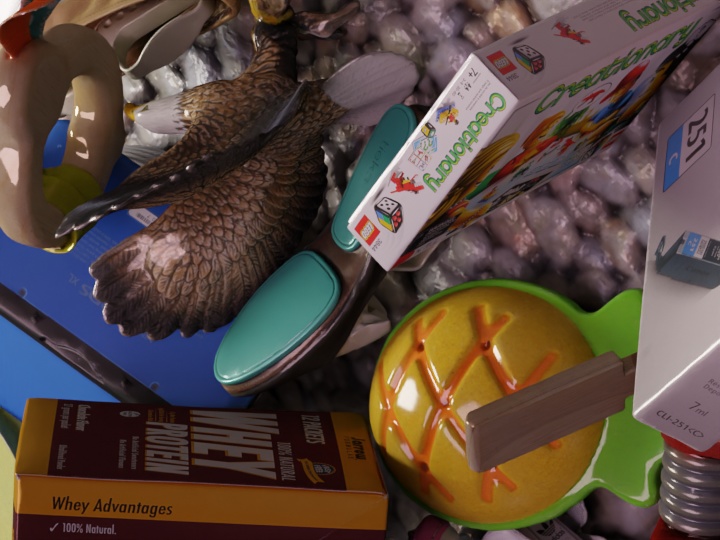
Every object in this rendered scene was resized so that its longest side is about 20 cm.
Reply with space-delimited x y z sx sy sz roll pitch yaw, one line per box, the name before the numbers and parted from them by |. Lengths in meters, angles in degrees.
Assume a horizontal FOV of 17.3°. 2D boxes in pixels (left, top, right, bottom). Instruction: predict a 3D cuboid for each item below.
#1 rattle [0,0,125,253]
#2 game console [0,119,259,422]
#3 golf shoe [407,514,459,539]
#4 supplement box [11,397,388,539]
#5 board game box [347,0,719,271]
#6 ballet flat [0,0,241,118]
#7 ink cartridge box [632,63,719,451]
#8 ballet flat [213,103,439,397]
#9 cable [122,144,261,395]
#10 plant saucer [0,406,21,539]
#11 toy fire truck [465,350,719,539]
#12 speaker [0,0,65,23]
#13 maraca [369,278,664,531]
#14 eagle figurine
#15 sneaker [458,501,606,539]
rattle | -0.207 -0.105 1.292 0.143 0.130 0.200 30 162 24
game console | -0.142 0.036 1.422 0.200 0.118 0.171 35 87 10
golf shoe | 0.050 0.229 1.344 0.091 0.075 0.200 15 122 16
supplement box | -0.094 0.188 1.299 0.197 0.133 0.200 3 104 -6
board game box | 0.091 -0.081 1.145 0.035 0.200 0.126 48 133 12
ballet flat | -0.156 -0.130 1.380 0.200 0.069 0.063 -31 53 16
ink cartridge box | 0.198 -0.041 1.080 0.045 0.200 0.176 28 135 -17
ballet flat | 0.000 0.000 1.316 0.200 0.068 0.068 -53 36 16
cable | -0.141 0.021 1.486 0.200 0.069 0.200 -23 92 43
plant saucer | -0.240 0.155 1.546 0.200 0.031 0.200 32 133 43
toy fire truck | 0.162 0.103 1.169 0.200 0.129 0.176 10 117 18
speaker | -0.155 -0.219 1.388 0.081 0.081 0.200 46 131 17
maraca | 0.090 0.072 1.276 0.200 0.107 0.137 -5 89 33
eagle figurine | -0.077 -0.066 1.306 0.152 0.200 0.151 32 153 -27
sneaker | 0.134 0.174 1.298 0.200 0.075 0.115 -20 99 48
